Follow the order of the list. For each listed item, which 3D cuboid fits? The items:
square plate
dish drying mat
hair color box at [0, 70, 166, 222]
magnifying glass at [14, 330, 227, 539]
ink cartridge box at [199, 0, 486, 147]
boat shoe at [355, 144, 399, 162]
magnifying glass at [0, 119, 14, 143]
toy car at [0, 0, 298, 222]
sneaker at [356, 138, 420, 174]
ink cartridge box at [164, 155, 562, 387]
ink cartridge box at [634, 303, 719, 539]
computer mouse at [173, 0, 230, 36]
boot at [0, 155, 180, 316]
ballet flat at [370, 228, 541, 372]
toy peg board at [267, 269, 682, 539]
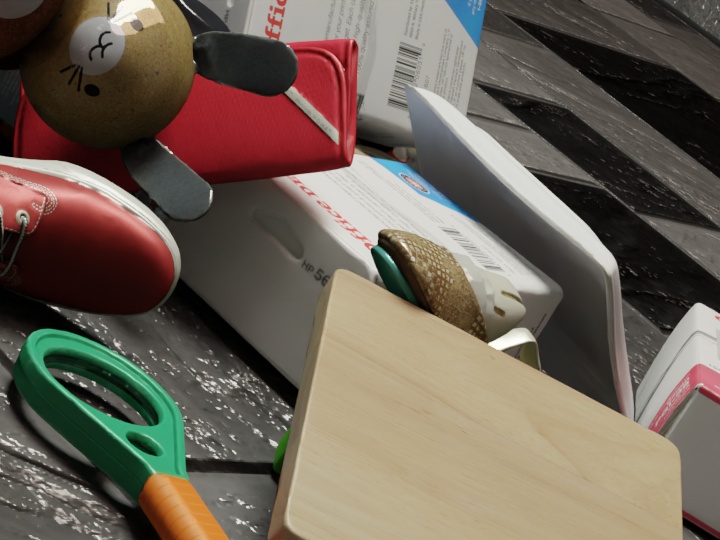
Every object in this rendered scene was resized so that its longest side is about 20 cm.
[{"bbox_3d":[0.107,-0.006,1.410,0.198,0.028,0.200,46,-17,33],"label":"square plate"},{"bbox_3d":[-0.098,-0.083,1.218,0.199,0.077,0.018,-4,-15,18],"label":"dish drying mat"},{"bbox_3d":[-0.166,-0.108,1.315,0.200,0.061,0.099,37,18,19],"label":"hair color box"},{"bbox_3d":[-0.096,0.087,0.990,0.079,0.022,0.200,20,17,-39],"label":"magnifying glass"},{"bbox_3d":[-0.016,-0.173,1.491,0.199,0.147,0.084,15,-5,-39],"label":"ink cartridge box"},{"bbox_3d":[-0.020,-0.053,1.458,0.199,0.075,0.073,10,26,-48],"label":"boat shoe"},{"bbox_3d":[-0.220,-0.102,1.337,0.200,0.022,0.079,41,19,24],"label":"magnifying glass"},{"bbox_3d":[-0.141,-0.118,1.161,0.199,0.165,0.158,34,-5,3],"label":"toy car"},{"bbox_3d":[0.029,-0.088,1.640,0.200,0.070,0.094,46,31,-30],"label":"sneaker"},{"bbox_3d":[0.000,0.000,1.290,0.146,0.085,0.200,41,20,30],"label":"ink cartridge box"},{"bbox_3d":[0.256,0.111,1.446,0.146,0.083,0.200,31,17,0],"label":"ink cartridge box"},{"bbox_3d":[-0.156,-0.150,1.258,0.199,0.059,0.034,27,37,-8],"label":"computer mouse"},{"bbox_3d":[-0.185,-0.011,1.059,0.199,0.073,0.144,21,18,-6],"label":"boot"},{"bbox_3d":[0.057,0.036,1.166,0.071,0.065,0.200,58,-8,39],"label":"ballet flat"},{"bbox_3d":[0.042,0.130,1.042,0.199,0.098,0.200,27,32,-11],"label":"toy peg board"}]
